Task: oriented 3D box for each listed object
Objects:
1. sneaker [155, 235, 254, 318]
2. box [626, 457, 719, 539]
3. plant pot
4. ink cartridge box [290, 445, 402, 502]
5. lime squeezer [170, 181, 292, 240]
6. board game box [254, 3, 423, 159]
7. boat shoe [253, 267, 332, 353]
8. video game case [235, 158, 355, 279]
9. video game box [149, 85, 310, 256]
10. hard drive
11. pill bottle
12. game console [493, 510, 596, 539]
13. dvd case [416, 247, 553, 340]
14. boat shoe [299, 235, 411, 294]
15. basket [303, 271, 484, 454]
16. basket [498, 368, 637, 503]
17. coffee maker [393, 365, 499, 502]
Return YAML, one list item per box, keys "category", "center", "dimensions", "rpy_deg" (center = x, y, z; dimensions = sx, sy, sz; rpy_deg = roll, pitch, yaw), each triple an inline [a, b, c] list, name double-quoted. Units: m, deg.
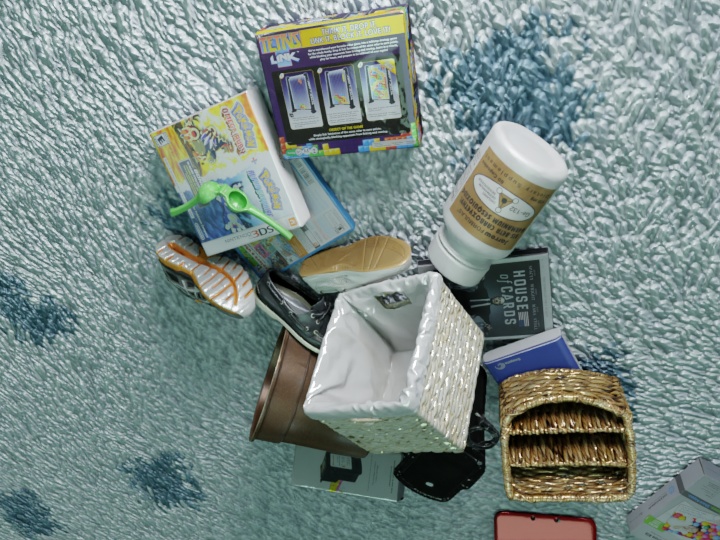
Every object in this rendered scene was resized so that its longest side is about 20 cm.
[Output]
- category: "sneaker"
  center: [-0.246, 0.020, 0.982]
  dimensions: [0.198, 0.078, 0.079]
  rpy_deg: [34, 138, 22]
- category: "box"
  center: [0.602, 0.436, 1.085]
  dimensions: [0.153, 0.042, 0.202]
  rpy_deg: [27, 125, -4]
- category: "plant pot"
  center: [-0.065, 0.212, 1.020]
  dimensions: [0.193, 0.203, 0.203]
  rpy_deg: [19, 125, -8]
- category: "ink cartridge box"
  center: [-0.017, 0.368, 1.125]
  dimensions: [0.193, 0.085, 0.146]
  rpy_deg: [5, 163, 11]
- category: "lime squeezer"
  center: [-0.192, -0.088, 0.869]
  dimensions: [0.194, 0.038, 0.073]
  rpy_deg: [11, 119, 11]
- category: "board game box"
  center: [-0.023, -0.241, 0.794]
  dimensions: [0.193, 0.057, 0.170]
  rpy_deg: [-2, 120, 15]
- category: "boat shoe"
  center: [-0.082, 0.064, 0.970]
  dimensions: [0.197, 0.074, 0.067]
  rpy_deg: [37, 124, 10]
- category: "video game case"
  center: [-0.123, -0.078, 0.945]
  dimensions: [0.197, 0.018, 0.144]
  rpy_deg: [-27, 113, 27]
- category: "video game box"
  center: [-0.189, -0.138, 0.891]
  dimensions: [0.177, 0.047, 0.205]
  rpy_deg: [-15, 110, 21]
- category: "hard drive"
  center: [0.302, 0.189, 0.994]
  dimensions: [0.129, 0.026, 0.201]
  rpy_deg: [-23, 121, 25]
- category: "pill bottle"
  center: [0.173, -0.082, 0.812]
  dimensions: [0.112, 0.115, 0.202]
  rpy_deg: [27, 125, -5]
- category: "game console"
  center: [0.372, 0.569, 1.239]
  dimensions: [0.193, 0.122, 0.173]
  rpy_deg: [0, 154, 14]
- category: "dvd case"
  center: [0.195, 0.043, 0.941]
  dimensions: [0.194, 0.025, 0.154]
  rpy_deg: [-5, 121, 17]
- category: "boat shoe"
  center: [0.000, 0.000, 0.937]
  dimensions: [0.195, 0.072, 0.070]
  rpy_deg: [-6, 133, 33]
- category: "basket"
  center: [0.054, 0.141, 0.861]
  dimensions: [0.195, 0.204, 0.161]
  rpy_deg: [-14, 135, 40]
- category: "basket"
  center: [0.311, 0.249, 0.927]
  dimensions: [0.193, 0.151, 0.146]
  rpy_deg: [-3, 129, 12]
- category: "coffee maker"
  center: [0.149, 0.228, 0.964]
  dimensions: [0.189, 0.202, 0.135]
  rpy_deg: [-30, 114, 29]
